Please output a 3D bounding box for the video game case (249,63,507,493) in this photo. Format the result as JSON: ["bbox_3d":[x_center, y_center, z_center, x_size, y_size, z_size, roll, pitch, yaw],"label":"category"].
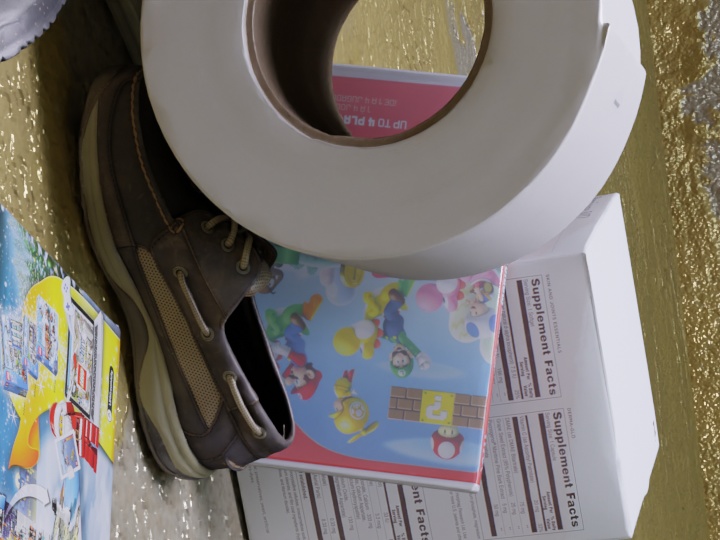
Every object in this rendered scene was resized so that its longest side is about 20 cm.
[{"bbox_3d":[0.000,0.000,1.079,0.017,0.142,0.201,43,54,-78],"label":"video game case"}]

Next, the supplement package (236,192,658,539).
[{"bbox_3d":[0.044,0.058,1.175,0.152,0.199,0.152,-46,126,-72],"label":"supplement package"}]

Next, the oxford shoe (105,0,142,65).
[{"bbox_3d":[-0.082,-0.124,1.081,0.200,0.057,0.076,67,18,-50],"label":"oxford shoe"}]

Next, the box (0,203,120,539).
[{"bbox_3d":[-0.135,0.087,0.816,0.137,0.037,0.201,56,31,-59],"label":"box"}]

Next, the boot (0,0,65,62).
[{"bbox_3d":[-0.166,-0.123,0.739,0.200,0.069,0.132,-65,143,-59],"label":"boot"}]

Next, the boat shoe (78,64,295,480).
[{"bbox_3d":[-0.073,-0.002,1.017,0.075,0.073,0.201,-64,143,-64],"label":"boat shoe"}]

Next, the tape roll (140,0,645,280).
[{"bbox_3d":[0.018,-0.100,0.980,0.139,0.201,0.204,16,67,-76],"label":"tape roll"}]
